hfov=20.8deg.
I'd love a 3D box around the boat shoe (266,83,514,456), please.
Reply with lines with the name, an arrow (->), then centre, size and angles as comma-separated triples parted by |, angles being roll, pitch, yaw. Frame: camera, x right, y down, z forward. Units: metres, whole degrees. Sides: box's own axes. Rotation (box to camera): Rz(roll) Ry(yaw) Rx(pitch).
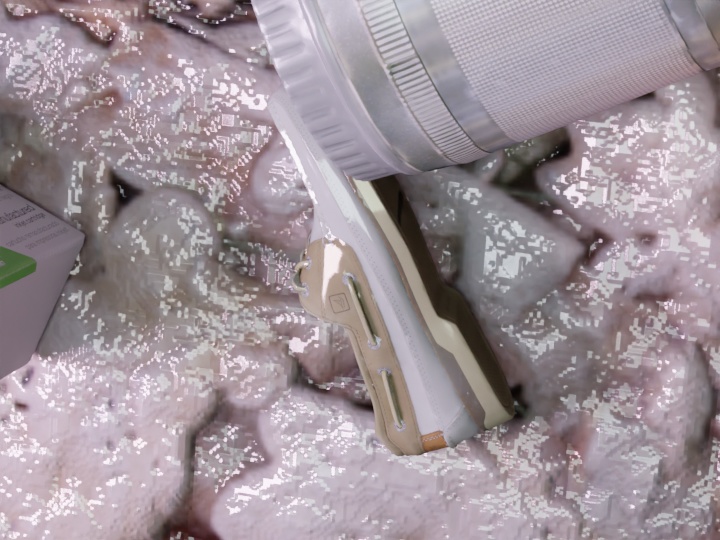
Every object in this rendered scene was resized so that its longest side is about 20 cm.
boat shoe -> 0.000, 0.000, 0.963 | 0.068, 0.075, 0.201 | -27, 94, 13

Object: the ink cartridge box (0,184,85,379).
ink cartridge box -> -0.262, -0.019, 0.991 | 0.199, 0.145, 0.084 | 29, 107, 7

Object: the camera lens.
camera lens -> 0.066, -0.140, 0.870 | 0.199, 0.160, 0.161 | -20, 96, 18
